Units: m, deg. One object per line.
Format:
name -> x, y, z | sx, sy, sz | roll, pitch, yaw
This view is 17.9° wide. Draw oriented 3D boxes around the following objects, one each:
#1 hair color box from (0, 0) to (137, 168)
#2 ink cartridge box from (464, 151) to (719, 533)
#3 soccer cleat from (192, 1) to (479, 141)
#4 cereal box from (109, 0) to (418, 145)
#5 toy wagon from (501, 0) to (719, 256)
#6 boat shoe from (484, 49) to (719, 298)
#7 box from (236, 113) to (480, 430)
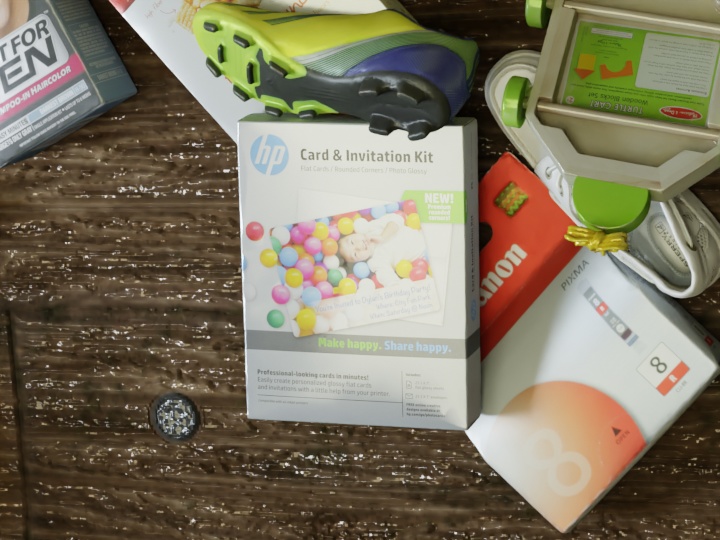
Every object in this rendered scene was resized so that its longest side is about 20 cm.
hair color box -> -0.249, -0.184, 1.573 | 0.099, 0.061, 0.201 | -28, 91, 22
ink cartridge box -> 0.118, 0.047, 1.506 | 0.200, 0.050, 0.162 | 42, 111, 3
soccer cleat -> -0.015, -0.139, 1.468 | 0.199, 0.084, 0.065 | 17, 142, 27
cereal box -> -0.068, -0.174, 1.524 | 0.200, 0.040, 0.144 | 47, 110, 4
toy wagon -> 0.166, -0.102, 1.414 | 0.154, 0.040, 0.202 | 11, 76, 16
boat shoe -> 0.154, -0.062, 1.458 | 0.200, 0.069, 0.071 | 44, 113, 6
box -> 0.000, 0.000, 1.498 | 0.154, 0.041, 0.202 | 3, 101, 16
